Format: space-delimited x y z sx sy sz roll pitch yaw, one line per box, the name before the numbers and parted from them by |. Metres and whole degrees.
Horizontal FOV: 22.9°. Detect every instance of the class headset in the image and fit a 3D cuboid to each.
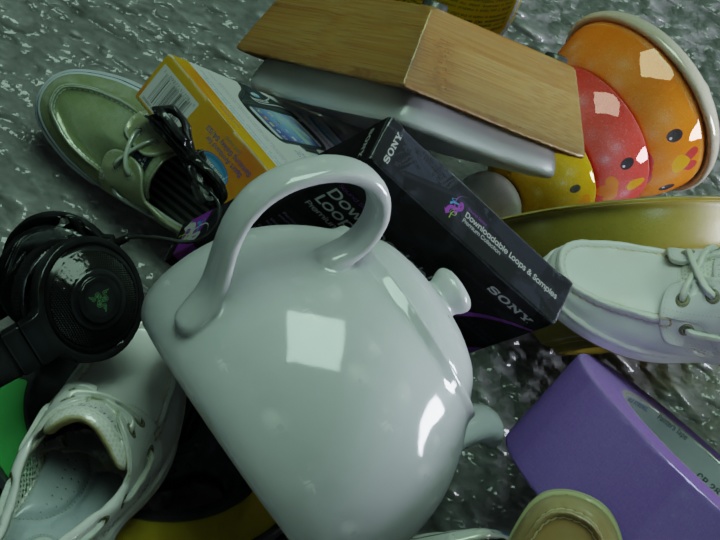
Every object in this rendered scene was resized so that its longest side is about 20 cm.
headset | -0.163 -0.004 0.950 0.200 0.094 0.123 -31 21 -11

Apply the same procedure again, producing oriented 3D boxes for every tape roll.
tape roll | 0.175 0.136 0.979 0.200 0.066 0.200 39 10 -8

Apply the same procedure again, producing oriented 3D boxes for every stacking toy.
stacking toy | 0.139 -0.077 1.245 0.200 0.146 0.146 -36 66 -23

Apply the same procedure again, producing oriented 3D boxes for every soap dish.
soap dish | 0.035 -0.128 1.170 0.157 0.081 0.200 17 3 -37

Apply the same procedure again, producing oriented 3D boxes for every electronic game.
electronic game | -0.119 0.088 0.995 0.200 0.042 0.200 12 43 -12

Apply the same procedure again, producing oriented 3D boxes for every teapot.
teapot | -0.009 0.046 0.903 0.146 0.200 0.198 -35 93 -3

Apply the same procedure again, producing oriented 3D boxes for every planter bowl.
planter bowl | 0.166 0.009 1.136 0.200 0.200 0.084 -1 82 -24

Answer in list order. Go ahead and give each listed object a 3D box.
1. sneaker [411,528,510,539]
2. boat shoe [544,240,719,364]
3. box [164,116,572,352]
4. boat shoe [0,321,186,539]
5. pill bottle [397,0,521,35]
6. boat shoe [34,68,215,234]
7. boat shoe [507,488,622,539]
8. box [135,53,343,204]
sneaker | 0.037 0.167 0.960 0.200 0.073 0.072 5 46 -17
boat shoe | 0.201 0.014 1.009 0.200 0.069 0.071 14 53 -7
box | 0.000 0.000 0.990 0.143 0.200 0.036 40 53 -21
boat shoe | -0.137 0.093 0.910 0.071 0.069 0.200 18 48 3
pill bottle | 0.073 -0.235 1.294 0.112 0.200 0.113 13 42 -12
boat shoe | -0.124 -0.066 1.118 0.200 0.072 0.062 34 0 10
boat shoe | 0.085 0.206 0.860 0.073 0.063 0.200 10 85 13
box | -0.045 -0.066 1.137 0.119 0.041 0.200 50 15 27
